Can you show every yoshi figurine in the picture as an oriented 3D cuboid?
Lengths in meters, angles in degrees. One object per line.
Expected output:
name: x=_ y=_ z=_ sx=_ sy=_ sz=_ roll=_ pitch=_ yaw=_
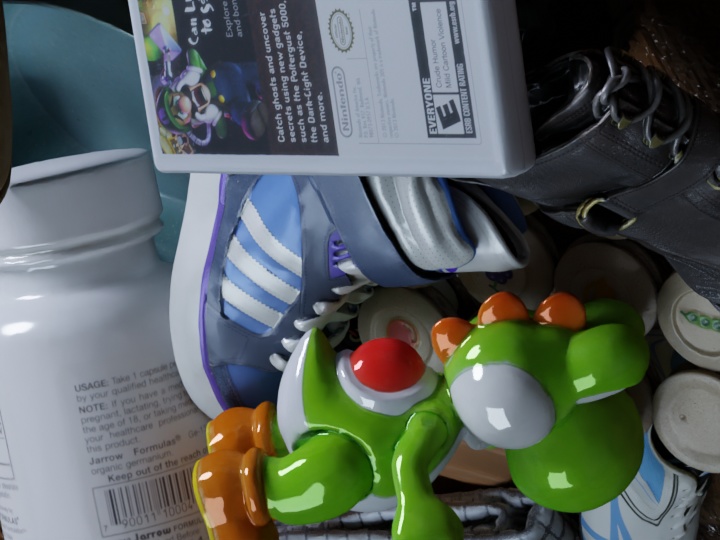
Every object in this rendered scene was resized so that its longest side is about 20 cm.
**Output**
yoshi figurine: x=0.037 y=0.080 z=1.207 sx=0.199 sy=0.113 sz=0.112 roll=-20 pitch=157 yaw=13

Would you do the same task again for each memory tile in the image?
memory tile: x=0.084 y=0.002 z=1.221 sx=0.199 sy=0.017 sz=0.154 roll=15 pitch=123 yaw=26

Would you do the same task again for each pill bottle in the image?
pill bottle: x=-0.121 y=0.050 z=1.302 sx=0.114 sy=0.114 sz=0.201 roll=-2 pitch=103 yaw=45

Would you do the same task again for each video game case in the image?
video game case: x=-0.022 y=-0.134 z=1.047 sx=0.181 sy=0.023 sz=0.201 roll=3 pitch=107 yaw=41

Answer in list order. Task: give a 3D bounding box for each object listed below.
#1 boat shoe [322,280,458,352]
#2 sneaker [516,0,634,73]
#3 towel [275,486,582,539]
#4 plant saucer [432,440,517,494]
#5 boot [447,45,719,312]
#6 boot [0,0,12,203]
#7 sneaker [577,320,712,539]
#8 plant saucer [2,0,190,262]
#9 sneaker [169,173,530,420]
boat shoe: x=-0.045 y=0.025 z=1.401 sx=0.201 sy=0.063 sz=0.074 roll=5 pitch=146 yaw=41
sneaker: x=0.058 y=-0.115 z=1.082 sx=0.079 sy=0.075 sz=0.200 roll=34 pitch=149 yaw=24
towel: x=0.035 y=0.178 z=1.424 sx=0.199 sy=0.086 sz=0.166 roll=-9 pitch=153 yaw=28
plant saucer: x=0.004 y=0.087 z=1.399 sx=0.199 sy=0.032 sz=0.200 roll=9 pitch=169 yaw=2
boot: x=0.144 y=-0.036 z=1.042 sx=0.174 sy=0.070 sz=0.200 roll=26 pitch=149 yaw=-35
boot: x=-0.158 y=-0.128 z=1.166 sx=0.066 sy=0.176 sz=0.200 roll=-5 pitch=166 yaw=-25
sneaker: x=0.141 y=0.092 z=1.322 sx=0.072 sy=0.072 sz=0.200 roll=19 pitch=152 yaw=23
plant saucer: x=-0.106 y=-0.069 z=1.330 sx=0.199 sy=0.036 sz=0.200 roll=23 pitch=151 yaw=13
sneaker: x=0.000 y=0.000 z=1.211 sx=0.146 sy=0.081 sz=0.201 roll=20 pitch=122 yaw=26
